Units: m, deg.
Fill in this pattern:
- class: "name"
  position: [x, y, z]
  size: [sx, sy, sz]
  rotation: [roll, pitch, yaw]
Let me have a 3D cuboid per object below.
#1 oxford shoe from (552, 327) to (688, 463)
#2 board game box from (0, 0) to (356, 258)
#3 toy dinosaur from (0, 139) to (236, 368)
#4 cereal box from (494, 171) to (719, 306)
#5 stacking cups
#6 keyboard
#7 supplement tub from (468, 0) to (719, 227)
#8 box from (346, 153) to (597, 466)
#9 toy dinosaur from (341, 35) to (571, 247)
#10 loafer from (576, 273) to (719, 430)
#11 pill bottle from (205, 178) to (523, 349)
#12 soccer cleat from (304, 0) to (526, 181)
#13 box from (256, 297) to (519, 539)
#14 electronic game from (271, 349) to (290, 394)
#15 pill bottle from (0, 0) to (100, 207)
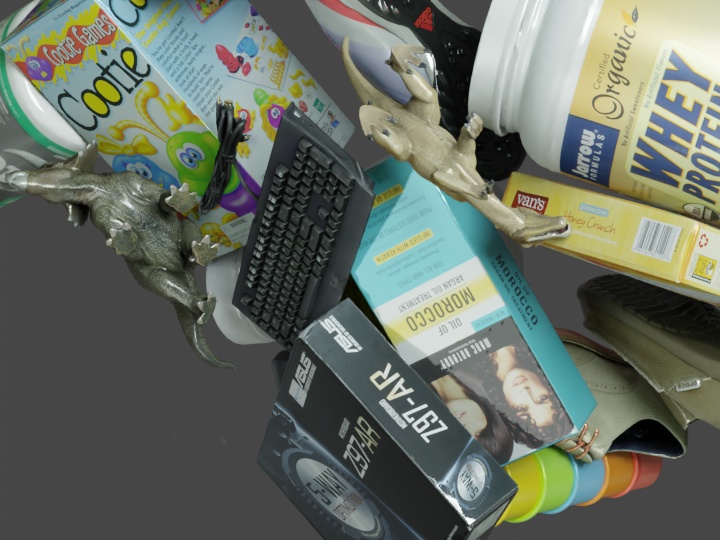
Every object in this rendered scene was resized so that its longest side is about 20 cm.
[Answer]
- class: "oxford shoe"
  position: [0.139, 0.087, 1.174]
  size: [0.200, 0.074, 0.071]
  rotation: [5, 145, -26]
- class: "board game box"
  position: [-0.118, -0.120, 1.165]
  size: [0.103, 0.105, 0.200]
  rotation: [-21, 118, 43]
- class: "toy dinosaur"
  position: [-0.135, -0.020, 1.152]
  size: [0.200, 0.077, 0.102]
  rotation: [44, 173, -31]
- class: "cereal box"
  position: [0.195, -0.004, 1.032]
  size: [0.200, 0.040, 0.144]
  rotation: [17, -179, -41]
- class: "stacking cups"
  position: [0.137, 0.136, 1.225]
  size: [0.060, 0.200, 0.061]
  rotation: [2, 93, 39]
- class: "keyboard"
  position: [-0.056, -0.031, 1.094]
  size: [0.127, 0.021, 0.200]
  rotation: [44, 146, 17]
- class: "supplement tub"
  position: [0.172, -0.108, 0.975]
  size: [0.200, 0.144, 0.145]
  rotation: [19, 138, 12]
- class: "box"
  position: [0.058, 0.022, 1.085]
  size: [0.082, 0.049, 0.200]
  rotation: [-28, 95, 27]
- class: "toy dinosaur"
  position: [0.028, -0.077, 0.986]
  size: [0.200, 0.058, 0.101]
  rotation: [44, 172, 26]
- class: "loafer"
  position: [0.213, 0.064, 1.131]
  size: [0.200, 0.076, 0.068]
  rotation: [34, 123, 41]
- class: "pill bottle"
  position: [0.000, 0.000, 1.197]
  size: [0.200, 0.111, 0.111]
  rotation: [-7, 128, 27]
- class: "soccer cleat"
  position: [0.030, -0.136, 1.101]
  size: [0.200, 0.068, 0.073]
  rotation: [48, 153, -20]
- class: "box"
  position: [0.011, 0.130, 1.138]
  size: [0.160, 0.044, 0.200]
  rotation: [48, 153, 15]
- class: "electronic game"
  position: [0.014, 0.126, 1.336]
  size: [0.200, 0.042, 0.200]
  rotation: [36, 166, 10]
- class: "pill bottle"
  position: [-0.252, -0.108, 1.249]
  size: [0.200, 0.113, 0.113]
  rotation: [-21, 119, 43]
